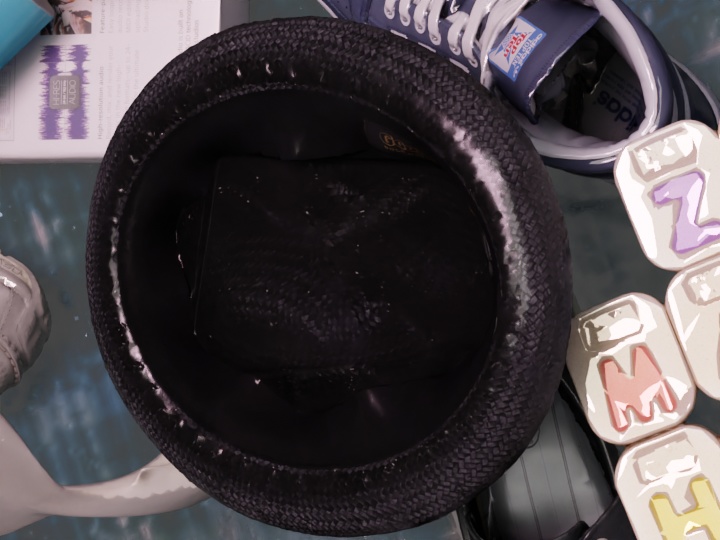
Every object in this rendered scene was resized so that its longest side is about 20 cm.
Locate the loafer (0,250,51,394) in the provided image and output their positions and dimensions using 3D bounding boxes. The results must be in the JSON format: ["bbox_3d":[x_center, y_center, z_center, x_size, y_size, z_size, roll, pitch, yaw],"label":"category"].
[{"bbox_3d":[-0.226,0.000,1.012,0.199,0.070,0.070,23,57,20],"label":"loafer"}]

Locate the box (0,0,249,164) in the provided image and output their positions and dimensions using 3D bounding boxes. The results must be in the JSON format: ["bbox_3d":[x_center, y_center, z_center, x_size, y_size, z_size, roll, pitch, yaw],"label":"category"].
[{"bbox_3d":[-0.142,-0.117,1.012,0.199,0.036,0.146,1,88,19],"label":"box"}]

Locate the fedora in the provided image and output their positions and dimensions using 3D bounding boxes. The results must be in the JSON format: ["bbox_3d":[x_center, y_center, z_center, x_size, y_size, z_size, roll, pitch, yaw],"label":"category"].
[{"bbox_3d":[0.000,0.000,0.863,0.199,0.091,0.202,3,96,32],"label":"fedora"}]

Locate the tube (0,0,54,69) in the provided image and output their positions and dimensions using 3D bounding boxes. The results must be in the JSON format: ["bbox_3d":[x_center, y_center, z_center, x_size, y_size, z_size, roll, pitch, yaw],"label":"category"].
[{"bbox_3d":[-0.213,-0.056,0.976,0.200,0.050,0.078,-43,57,6],"label":"tube"}]

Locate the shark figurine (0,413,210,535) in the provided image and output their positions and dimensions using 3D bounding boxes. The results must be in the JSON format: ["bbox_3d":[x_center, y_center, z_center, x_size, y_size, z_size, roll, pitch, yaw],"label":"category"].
[{"bbox_3d":[-0.062,0.057,0.939,0.128,0.090,0.215,42,60,3],"label":"shark figurine"}]

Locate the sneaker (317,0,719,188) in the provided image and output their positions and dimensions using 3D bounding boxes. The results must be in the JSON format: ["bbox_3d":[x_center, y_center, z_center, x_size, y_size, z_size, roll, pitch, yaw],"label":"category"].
[{"bbox_3d":[0.046,-0.095,0.902,0.199,0.108,0.070,34,98,18],"label":"sneaker"}]

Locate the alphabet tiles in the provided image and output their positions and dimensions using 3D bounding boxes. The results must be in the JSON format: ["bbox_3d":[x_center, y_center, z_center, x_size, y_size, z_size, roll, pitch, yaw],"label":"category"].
[{"bbox_3d":[0.173,0.026,0.811,0.199,0.015,0.197,-23,82,11],"label":"alphabet tiles"}]

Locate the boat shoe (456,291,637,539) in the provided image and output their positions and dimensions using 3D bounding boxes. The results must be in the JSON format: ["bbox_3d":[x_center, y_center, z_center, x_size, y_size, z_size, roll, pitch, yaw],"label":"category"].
[{"bbox_3d":[0.071,0.093,0.908,0.074,0.066,0.201,-10,84,19],"label":"boat shoe"}]
